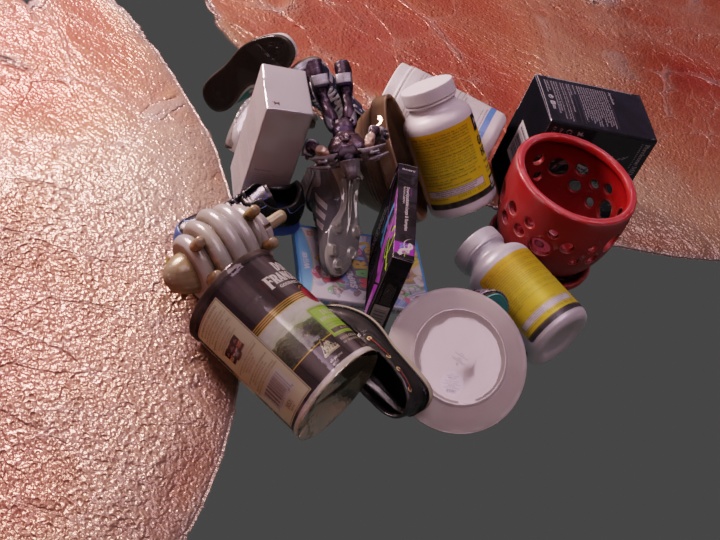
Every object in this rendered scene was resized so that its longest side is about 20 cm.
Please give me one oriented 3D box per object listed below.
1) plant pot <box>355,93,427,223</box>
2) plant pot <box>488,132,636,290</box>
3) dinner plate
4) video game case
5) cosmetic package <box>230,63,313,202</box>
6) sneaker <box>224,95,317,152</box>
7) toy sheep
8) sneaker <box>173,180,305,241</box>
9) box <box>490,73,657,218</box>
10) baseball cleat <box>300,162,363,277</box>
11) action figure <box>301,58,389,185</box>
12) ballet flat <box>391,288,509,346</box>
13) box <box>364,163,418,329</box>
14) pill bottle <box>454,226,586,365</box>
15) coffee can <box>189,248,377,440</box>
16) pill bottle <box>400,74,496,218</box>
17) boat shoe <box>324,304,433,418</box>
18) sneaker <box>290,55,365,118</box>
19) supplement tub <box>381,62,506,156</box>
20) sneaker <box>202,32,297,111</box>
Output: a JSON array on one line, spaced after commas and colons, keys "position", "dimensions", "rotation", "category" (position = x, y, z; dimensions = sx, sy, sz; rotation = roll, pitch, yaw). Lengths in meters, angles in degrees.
[{"position": [0.031, -0.161, 1.785], "dimensions": [0.091, 0.202, 0.203], "rotation": [-16, 43, 14], "category": "plant pot"}, {"position": [0.300, -0.081, 1.791], "dimensions": [0.197, 0.184, 0.202], "rotation": [13, 43, -13], "category": "plant pot"}, {"position": [0.132, 0.118, 1.566], "dimensions": [0.197, 0.024, 0.203], "rotation": [2, 74, -7], "category": "dinner plate"}, {"position": [0.000, 0.000, 1.696], "dimensions": [0.197, 0.018, 0.144], "rotation": [7, 46, -18], "category": "video game case"}, {"position": [-0.132, -0.186, 1.686], "dimensions": [0.070, 0.201, 0.102], "rotation": [6, 46, -18], "category": "cosmetic package"}, {"position": [-0.138, -0.234, 1.829], "dimensions": [0.087, 0.075, 0.200], "rotation": [40, 45, 10], "category": "sneaker"}, {"position": [-0.178, -0.028, 1.555], "dimensions": [0.198, 0.139, 0.138], "rotation": [-27, 61, -25], "category": "toy sheep"}, {"position": [-0.171, -0.083, 1.647], "dimensions": [0.198, 0.079, 0.070], "rotation": [-15, 51, -27], "category": "sneaker"}, {"position": [0.348, -0.197, 1.916], "dimensions": [0.194, 0.201, 0.125], "rotation": [7, 46, -18], "category": "box"}, {"position": [-0.046, -0.080, 1.699], "dimensions": [0.069, 0.105, 0.203], "rotation": [29, 61, -40], "category": "baseball cleat"}, {"position": [-0.026, -0.209, 1.663], "dimensions": [0.128, 0.070, 0.203], "rotation": [-6, 64, -11], "category": "action figure"}, {"position": [0.114, 0.084, 1.626], "dimensions": [0.198, 0.072, 0.072], "rotation": [-25, 58, -14], "category": "ballet flat"}, {"position": [0.043, -0.034, 1.631], "dimensions": [0.036, 0.144, 0.202], "rotation": [15, 42, -7], "category": "box"}, {"position": [0.229, 0.032, 1.699], "dimensions": [0.111, 0.113, 0.200], "rotation": [-19, 58, -37], "category": "pill bottle"}, {"position": [-0.098, 0.093, 1.464], "dimensions": [0.200, 0.147, 0.146], "rotation": [41, 45, 17], "category": "coffee can"}, {"position": [0.132, -0.193, 1.792], "dimensions": [0.111, 0.202, 0.113], "rotation": [-18, 20, 7], "category": "pill bottle"}, {"position": [0.007, 0.116, 1.530], "dimensions": [0.201, 0.074, 0.063], "rotation": [42, 26, 23], "category": "boat shoe"}, {"position": [-0.049, -0.269, 1.849], "dimensions": [0.109, 0.070, 0.200], "rotation": [54, 12, 15], "category": "sneaker"}, {"position": [0.128, -0.241, 1.911], "dimensions": [0.198, 0.133, 0.132], "rotation": [29, 42, 4], "category": "supplement tub"}, {"position": [-0.153, -0.329, 1.838], "dimensions": [0.084, 0.199, 0.121], "rotation": [55, 39, -12], "category": "sneaker"}]
